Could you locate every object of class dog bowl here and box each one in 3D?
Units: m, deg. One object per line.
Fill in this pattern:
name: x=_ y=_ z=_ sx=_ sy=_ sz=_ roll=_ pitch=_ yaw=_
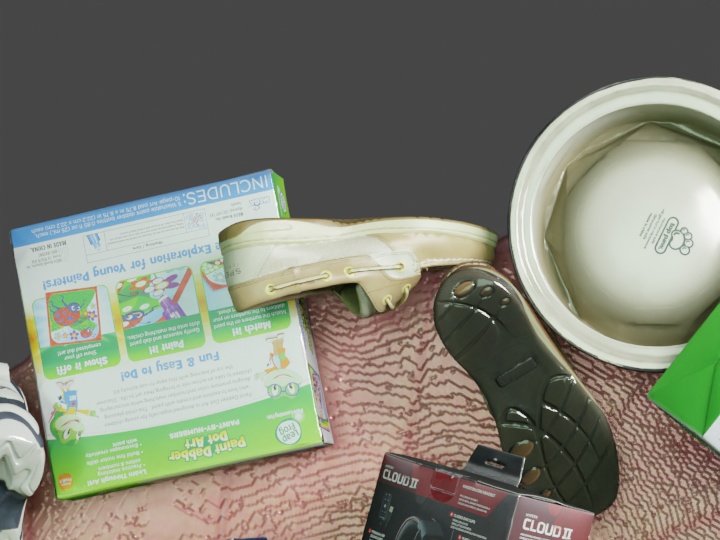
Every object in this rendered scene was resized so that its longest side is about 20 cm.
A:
dog bowl: x=0.203 y=-0.028 z=1.550 sx=0.199 sy=0.074 sz=0.201 roll=-1 pitch=83 yaw=9

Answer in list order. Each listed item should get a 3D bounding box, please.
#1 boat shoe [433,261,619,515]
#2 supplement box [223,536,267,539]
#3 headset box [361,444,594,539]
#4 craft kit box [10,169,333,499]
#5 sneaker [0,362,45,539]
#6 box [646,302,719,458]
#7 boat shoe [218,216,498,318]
boat shoe: x=0.116 y=0.076 z=1.545 sx=0.075 sy=0.074 sz=0.201 roll=-26 pitch=105 yaw=9
supplement box: x=-0.158 y=0.252 z=1.526 sx=0.199 sy=0.110 sz=0.109 roll=-13 pitch=82 yaw=9
headset box: x=0.065 y=0.216 z=1.506 sx=0.148 sy=0.075 sz=0.201 roll=10 pitch=84 yaw=53
craft kit box: x=-0.135 y=0.047 z=1.608 sx=0.199 sy=0.049 sz=0.199 roll=-12 pitch=79 yaw=9
sneaker: x=-0.283 y=0.151 z=1.620 sx=0.079 sy=0.130 sz=0.200 roll=7 pitch=124 yaw=-18
box: x=0.323 y=0.067 z=1.469 sx=0.176 sy=0.097 sz=0.200 roll=37 pitch=91 yaw=-22
boat shoe: x=0.000 y=0.000 z=1.560 sx=0.199 sy=0.074 sz=0.067 roll=-1 pitch=82 yaw=-14
